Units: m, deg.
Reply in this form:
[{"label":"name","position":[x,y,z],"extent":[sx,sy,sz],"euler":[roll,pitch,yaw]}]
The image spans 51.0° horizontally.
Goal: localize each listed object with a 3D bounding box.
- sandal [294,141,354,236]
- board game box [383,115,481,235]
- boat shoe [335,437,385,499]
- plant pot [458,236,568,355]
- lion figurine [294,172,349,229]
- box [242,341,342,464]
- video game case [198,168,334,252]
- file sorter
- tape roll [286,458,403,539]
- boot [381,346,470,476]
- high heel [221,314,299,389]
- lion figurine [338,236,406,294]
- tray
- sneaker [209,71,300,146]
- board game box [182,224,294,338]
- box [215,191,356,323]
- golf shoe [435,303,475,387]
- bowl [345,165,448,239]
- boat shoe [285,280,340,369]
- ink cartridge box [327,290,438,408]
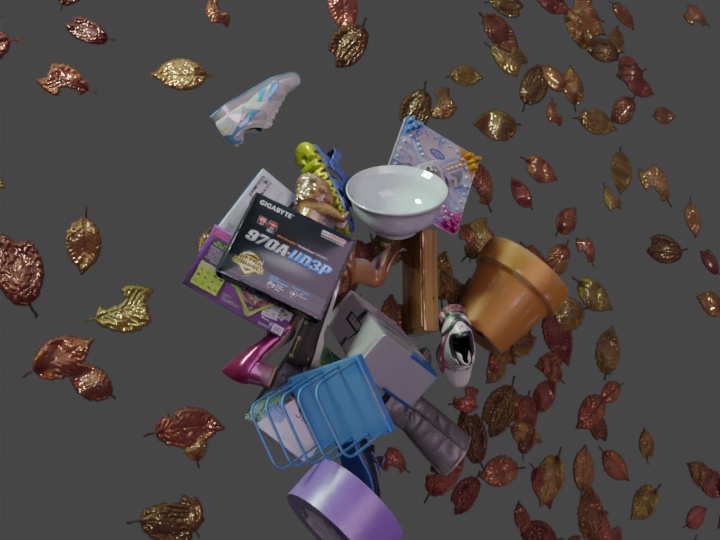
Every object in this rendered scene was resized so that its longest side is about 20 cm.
[{"label":"sandal","position":[-0.052,-0.166,1.491],"extent":[0.087,0.079,0.201],"euler":[-22,92,-39]},{"label":"board game box","position":[0.155,-0.207,1.626],"extent":[0.199,0.026,0.201],"euler":[27,69,-19]},{"label":"boat shoe","position":[0.005,0.339,1.399],"extent":[0.069,0.084,0.201],"euler":[-28,110,-49]},{"label":"plant pot","position":[0.292,0.065,1.556],"extent":[0.200,0.200,0.184],"euler":[42,81,-12]},{"label":"lion figurine","position":[-0.099,-0.081,1.399],"extent":[0.122,0.073,0.201],"euler":[27,74,6]},{"label":"box","position":[-0.105,0.234,1.402],"extent":[0.144,0.036,0.201],"euler":[40,64,-14]},{"label":"video game case","position":[-0.174,-0.058,1.424],"extent":[0.181,0.045,0.200],"euler":[39,66,-12]},{"label":"file sorter","position":[-0.071,0.245,1.270],"extent":[0.122,0.199,0.139],"euler":[-25,91,-45]},{"label":"tape roll","position":[-0.028,0.428,1.307],"extent":[0.085,0.200,0.200],"euler":[-44,99,-26]},{"label":"boot","position":[0.145,0.278,1.495],"extent":[0.200,0.073,0.182],"euler":[38,79,-7]},{"label":"high heel","position":[-0.175,0.120,1.389],"extent":[0.095,0.067,0.201],"euler":[17,65,7]},{"label":"lion figurine","position":[0.000,0.000,1.474],"extent":[0.199,0.072,0.123],"euler":[6,95,-30]},{"label":"tray","position":[0.118,0.027,1.517],"extent":[0.037,0.099,0.201],"euler":[4,77,-21]},{"label":"sneaker","position":[-0.191,-0.316,1.459],"extent":[0.200,0.076,0.081],"euler":[-38,105,-21]},{"label":"board game box","position":[-0.199,0.019,1.339],"extent":[0.199,0.032,0.120],"euler":[30,89,-4]},{"label":"box","position":[-0.128,-0.021,1.313],"extent":[0.199,0.046,0.160],"euler":[26,74,-4]},{"label":"golf shoe","position":[0.189,0.167,1.487],"extent":[0.072,0.092,0.201],"euler":[-12,128,-2]},{"label":"bowl","position":[0.071,-0.123,1.484],"extent":[0.200,0.201,0.091],"euler":[-20,129,-28]},{"label":"boat shoe","position":[-0.083,0.075,1.369],"extent":[0.060,0.072,0.203],"euler":[15,88,-6]},{"label":"ink cartridge box","position":[0.035,0.140,1.381],"extent":[0.146,0.200,0.084],"euler":[38,95,-27]}]
